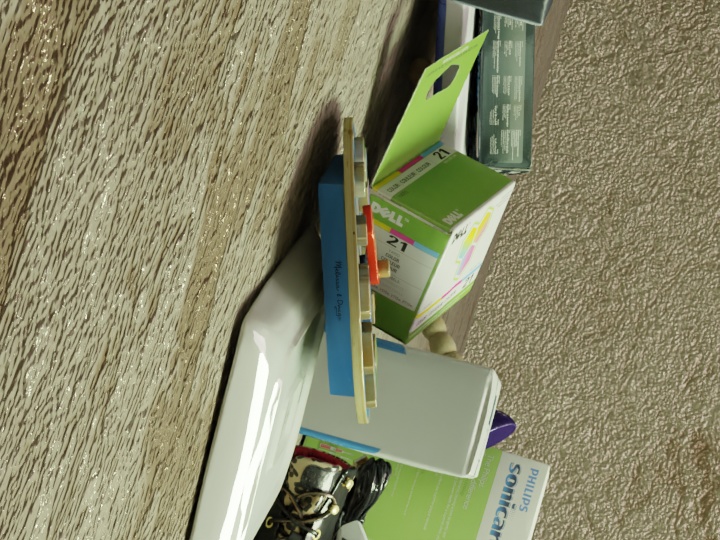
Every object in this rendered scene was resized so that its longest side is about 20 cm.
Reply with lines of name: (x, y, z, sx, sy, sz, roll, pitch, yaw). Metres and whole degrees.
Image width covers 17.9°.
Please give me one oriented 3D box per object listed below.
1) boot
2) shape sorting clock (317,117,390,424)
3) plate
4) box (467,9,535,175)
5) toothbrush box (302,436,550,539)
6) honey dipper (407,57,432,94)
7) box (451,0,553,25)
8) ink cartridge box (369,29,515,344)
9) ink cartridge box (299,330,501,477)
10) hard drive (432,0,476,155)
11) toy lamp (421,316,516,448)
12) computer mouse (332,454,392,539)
boot: (-0.054, 0.204, 1.617, 0.200, 0.073, 0.151, 2, 105, -87)
shape sorting clock: (0.000, 0.000, 1.498, 0.200, 0.039, 0.201, -2, 90, -85)
plate: (-0.061, 0.092, 1.463, 0.200, 0.032, 0.201, -59, 164, -69)
box: (0.116, -0.182, 1.922, 0.159, 0.046, 0.201, -163, -106, -87)
toothbrush box: (0.038, 0.207, 1.852, 0.086, 0.199, 0.146, 94, 13, -62)
honey dipper: (0.047, -0.103, 1.890, 0.200, 0.038, 0.038, 96, 12, -51)
box: (0.111, -0.308, 1.563, 0.197, 0.117, 0.201, -65, 170, -54)
ink cartridge box: (0.064, -0.064, 1.719, 0.148, 0.076, 0.201, -37, 153, -61)
ink cartridge box: (0.025, 0.099, 1.703, 0.200, 0.146, 0.086, 37, 68, -84)
hard drive: (0.075, -0.159, 1.836, 0.132, 0.025, 0.201, -76, 169, -63)
toy lamp: (0.061, 0.050, 1.853, 0.058, 0.058, 0.201, 88, -22, -71)
computer mouse: (-0.008, 0.229, 1.686, 0.200, 0.044, 0.110, -79, -170, -57)
